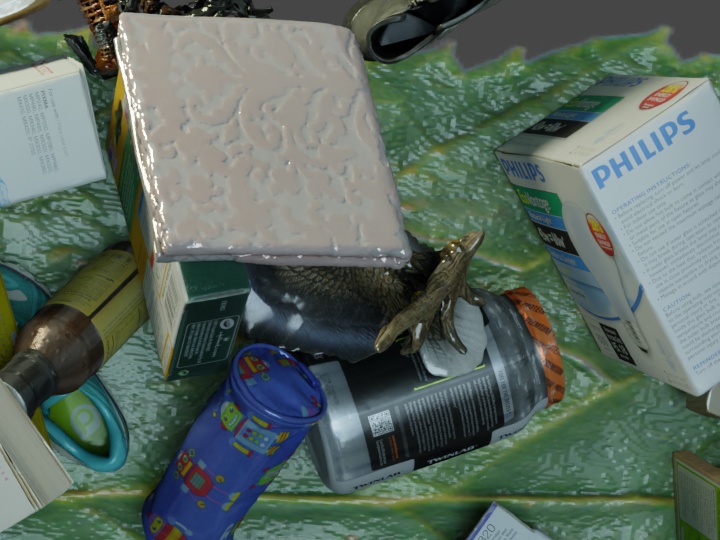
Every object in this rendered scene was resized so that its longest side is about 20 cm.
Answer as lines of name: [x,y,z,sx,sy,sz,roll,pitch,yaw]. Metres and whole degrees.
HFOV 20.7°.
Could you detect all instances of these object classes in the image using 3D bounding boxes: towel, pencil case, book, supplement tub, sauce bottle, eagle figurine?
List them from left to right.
book: [-0.311,0.141,1.382,0.199,0.048,0.134,-32,92,32]
sauce bottle: [-0.210,0.047,1.436,0.064,0.200,0.065,11,120,20]
pencil case: [-0.096,0.141,1.482,0.086,0.201,0.078,-20,62,-46]
towel: [-0.069,-0.091,1.388,0.189,0.032,0.202,0,60,-24]
eagle figurine: [0.000,-0.007,1.473,0.151,0.199,0.153,2,97,-46]
supplement tub: [0.051,0.088,1.538,0.198,0.123,0.124,-18,102,-10]

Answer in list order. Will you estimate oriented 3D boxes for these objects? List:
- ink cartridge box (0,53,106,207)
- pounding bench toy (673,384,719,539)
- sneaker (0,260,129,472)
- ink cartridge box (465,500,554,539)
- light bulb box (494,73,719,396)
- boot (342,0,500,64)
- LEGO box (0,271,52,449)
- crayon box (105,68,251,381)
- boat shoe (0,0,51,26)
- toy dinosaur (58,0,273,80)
ink cartridge box: [-0.291,-0.087,1.416,0.198,0.146,0.084,-16,103,-11]
pounding bench toy: [0.353,0.179,1.624,0.154,0.124,0.202,-7,100,-13]
sneaker: [-0.239,0.071,1.487,0.077,0.080,0.200,-41,104,-5]
ink cartridge box: [0.122,0.318,1.631,0.199,0.041,0.200,38,88,-16]
light bulb box: [0.226,-0.034,1.524,0.124,0.198,0.201,-32,103,-9]
boot: [0.081,-0.215,1.496,0.199,0.131,0.068,-36,105,-6]
LEGO box: [-0.321,0.085,1.436,0.148,0.077,0.202,-10,102,24]
crayon box: [-0.134,-0.039,1.428,0.051,0.126,0.202,-10,65,-18]
boat shoe: [-0.326,-0.191,1.436,0.198,0.071,0.070,-23,97,-13]
toy dinosaur: [-0.142,-0.181,1.483,0.135,0.102,0.200,-40,124,10]
